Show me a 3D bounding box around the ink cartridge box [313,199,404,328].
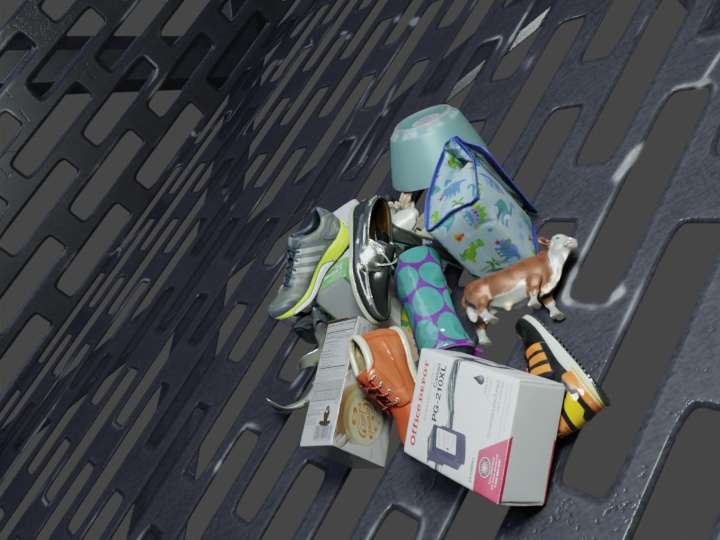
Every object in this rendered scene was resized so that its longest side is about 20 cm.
[{"bbox_3d":[0.000,0.000,1.347,0.083,0.144,0.202,-31,32,29],"label":"ink cartridge box"}]

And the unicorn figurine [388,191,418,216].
[{"bbox_3d":[0.026,-0.068,1.519,0.196,0.138,0.075,-17,50,14],"label":"unicorn figurine"}]

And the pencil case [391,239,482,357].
[{"bbox_3d":[0.112,0.056,1.214,0.086,0.090,0.203,108,153,-48],"label":"pencil case"}]

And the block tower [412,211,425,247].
[{"bbox_3d":[0.166,-0.108,1.420,0.200,0.054,0.058,-46,28,8],"label":"block tower"}]

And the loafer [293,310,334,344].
[{"bbox_3d":[-0.058,0.099,1.477,0.198,0.072,0.063,-4,44,55],"label":"loafer"}]

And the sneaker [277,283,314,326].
[{"bbox_3d":[-0.116,0.030,1.587,0.115,0.075,0.200,-60,6,-29],"label":"sneaker"}]

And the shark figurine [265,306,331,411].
[{"bbox_3d":[-0.074,0.183,1.415,0.217,0.126,0.090,-62,0,12],"label":"shark figurine"}]

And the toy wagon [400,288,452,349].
[{"bbox_3d":[0.069,0.075,1.352,0.156,0.039,0.199,-53,29,-7],"label":"toy wagon"}]

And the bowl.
[{"bbox_3d":[0.134,-0.244,1.502,0.197,0.107,0.202,-22,21,9],"label":"bowl"}]

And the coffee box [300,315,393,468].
[{"bbox_3d":[-0.008,0.188,1.211,0.079,0.113,0.204,-15,53,45],"label":"coffee box"}]

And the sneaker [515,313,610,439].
[{"bbox_3d":[0.234,0.133,1.016,0.090,0.070,0.201,-42,31,5],"label":"sneaker"}]

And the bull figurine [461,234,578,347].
[{"bbox_3d":[0.236,0.026,1.144,0.198,0.065,0.123,-29,34,28],"label":"bull figurine"}]

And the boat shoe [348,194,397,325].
[{"bbox_3d":[0.024,-0.018,1.232,0.067,0.071,0.205,-19,67,39],"label":"boat shoe"}]

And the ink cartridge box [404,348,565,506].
[{"bbox_3d":[0.150,0.191,0.996,0.199,0.083,0.148,11,91,59],"label":"ink cartridge box"}]

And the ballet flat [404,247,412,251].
[{"bbox_3d":[0.030,-0.015,1.495,0.200,0.057,0.067,-44,27,9],"label":"ballet flat"}]

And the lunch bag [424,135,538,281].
[{"bbox_3d":[0.194,-0.102,1.250,0.126,0.170,0.202,-32,31,27],"label":"lunch bag"}]

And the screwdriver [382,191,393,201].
[{"bbox_3d":[0.008,-0.079,1.639,0.029,0.028,0.202,24,76,31],"label":"screwdriver"}]

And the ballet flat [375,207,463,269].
[{"bbox_3d":[0.100,-0.065,1.322,0.068,0.196,0.070,-100,28,-74],"label":"ballet flat"}]

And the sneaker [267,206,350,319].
[{"bbox_3d":[-0.095,-0.013,1.259,0.202,0.081,0.073,-58,29,-14],"label":"sneaker"}]

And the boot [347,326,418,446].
[{"bbox_3d":[0.043,0.179,1.142,0.075,0.105,0.203,-45,54,42],"label":"boot"}]
